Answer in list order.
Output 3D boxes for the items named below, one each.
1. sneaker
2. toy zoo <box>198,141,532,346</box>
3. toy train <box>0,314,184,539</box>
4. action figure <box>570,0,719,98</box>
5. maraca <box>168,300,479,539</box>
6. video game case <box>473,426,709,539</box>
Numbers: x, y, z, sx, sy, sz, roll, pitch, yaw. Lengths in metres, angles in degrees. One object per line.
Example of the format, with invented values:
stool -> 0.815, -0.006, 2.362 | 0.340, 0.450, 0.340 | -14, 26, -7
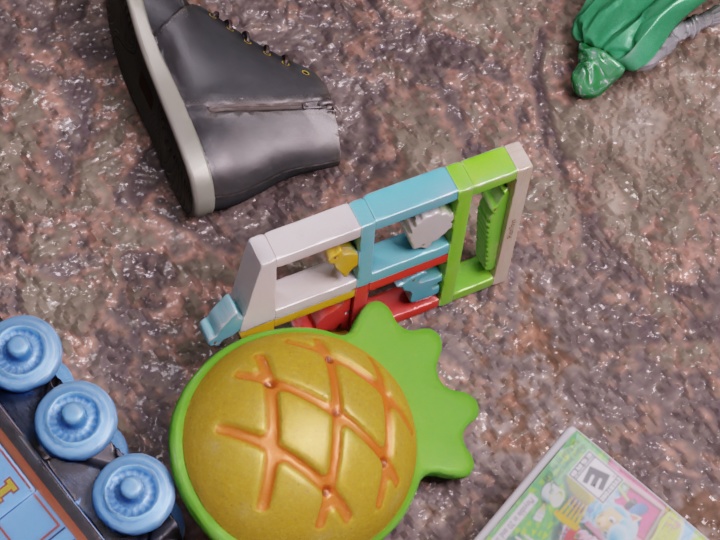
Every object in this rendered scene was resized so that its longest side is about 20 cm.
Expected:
sneaker -> -0.090, -0.133, 1.344 | 0.105, 0.075, 0.201 | -16, 72, -18
toy zoo -> 0.000, 0.000, 1.235 | 0.199, 0.132, 0.021 | -21, 63, -15
toy train -> -0.180, 0.115, 1.185 | 0.114, 0.087, 0.200 | -36, 69, -15
action figure -> 0.204, -0.186, 1.389 | 0.200, 0.055, 0.118 | -45, 50, -11
maraca -> -0.018, 0.091, 1.200 | 0.199, 0.107, 0.138 | -23, 82, -35
video game case -> 0.118, 0.216, 1.148 | 0.182, 0.022, 0.200 | 40, 85, 17
